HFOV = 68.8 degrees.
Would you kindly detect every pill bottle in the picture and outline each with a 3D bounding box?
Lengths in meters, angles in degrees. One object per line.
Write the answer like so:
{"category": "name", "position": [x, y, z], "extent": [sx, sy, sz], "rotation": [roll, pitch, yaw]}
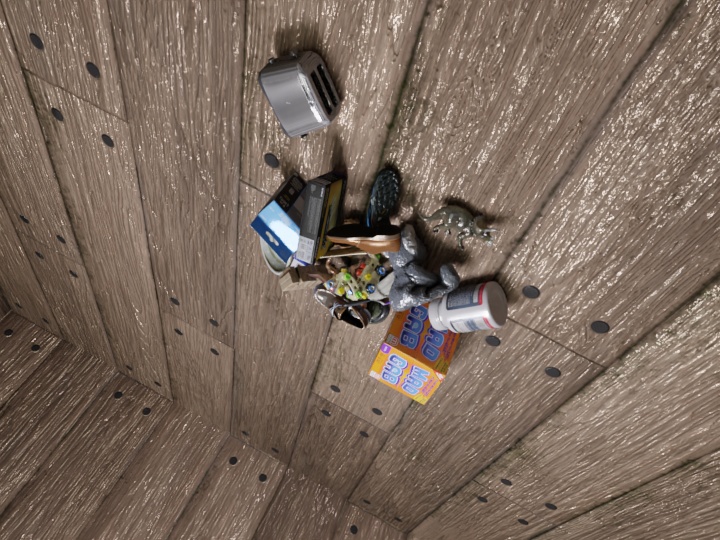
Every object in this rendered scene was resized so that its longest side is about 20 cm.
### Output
{"category": "pill bottle", "position": [0.289, 0.106, 1.436], "extent": [0.197, 0.121, 0.120], "rotation": [-14, 124, 41]}

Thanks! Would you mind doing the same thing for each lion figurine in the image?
{"category": "lion figurine", "position": [-0.085, -0.094, 1.487], "extent": [0.194, 0.074, 0.123], "rotation": [-4, 150, 15]}

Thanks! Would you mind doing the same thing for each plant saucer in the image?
{"category": "plant saucer", "position": [-0.241, -0.091, 1.583], "extent": [0.198, 0.049, 0.206], "rotation": [20, 115, 50]}

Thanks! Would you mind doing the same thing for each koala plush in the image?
{"category": "koala plush", "position": [0.130, -0.016, 1.389], "extent": [0.177, 0.180, 0.205], "rotation": [-15, 97, 67]}

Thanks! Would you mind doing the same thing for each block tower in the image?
{"category": "block tower", "position": [-0.155, 0.020, 1.586], "extent": [0.057, 0.197, 0.055], "rotation": [-34, 72, 34]}

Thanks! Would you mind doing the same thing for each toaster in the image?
{"category": "toaster", "position": [-0.131, -0.394, 1.193], "extent": [0.126, 0.115, 0.203], "rotation": [-4, 128, 32]}

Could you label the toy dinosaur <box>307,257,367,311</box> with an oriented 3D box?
{"category": "toy dinosaur", "position": [-0.054, 0.043, 1.550], "extent": [0.195, 0.140, 0.086], "rotation": [7, 161, -24]}

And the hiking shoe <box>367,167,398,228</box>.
{"category": "hiking shoe", "position": [0.045, -0.169, 1.341], "extent": [0.072, 0.087, 0.205], "rotation": [-5, 122, -22]}

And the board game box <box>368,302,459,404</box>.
{"category": "board game box", "position": [0.165, 0.235, 1.584], "extent": [0.196, 0.202, 0.202], "rotation": [26, 142, 5]}

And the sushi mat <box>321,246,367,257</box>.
{"category": "sushi mat", "position": [-0.053, -0.049, 1.415], "extent": [0.195, 0.095, 0.012], "rotation": [-5, 100, 24]}

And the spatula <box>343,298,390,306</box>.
{"category": "spatula", "position": [0.039, 0.091, 1.521], "extent": [0.195, 0.021, 0.056], "rotation": [-2, 170, -25]}

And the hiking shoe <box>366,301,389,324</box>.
{"category": "hiking shoe", "position": [-0.004, 0.119, 1.650], "extent": [0.195, 0.078, 0.100], "rotation": [0, 162, 33]}

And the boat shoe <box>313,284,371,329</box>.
{"category": "boat shoe", "position": [-0.057, 0.110, 1.587], "extent": [0.196, 0.073, 0.073], "rotation": [28, 111, 0]}

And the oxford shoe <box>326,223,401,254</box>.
{"category": "oxford shoe", "position": [0.007, -0.072, 1.314], "extent": [0.194, 0.072, 0.073], "rotation": [6, 128, 19]}

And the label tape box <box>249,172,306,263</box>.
{"category": "label tape box", "position": [-0.187, -0.144, 1.417], "extent": [0.062, 0.202, 0.145], "rotation": [-23, 119, 41]}

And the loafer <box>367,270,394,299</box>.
{"category": "loafer", "position": [0.076, 0.040, 1.557], "extent": [0.199, 0.069, 0.072], "rotation": [-27, 81, 52]}

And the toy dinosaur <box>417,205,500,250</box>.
{"category": "toy dinosaur", "position": [0.238, -0.119, 1.288], "extent": [0.197, 0.077, 0.104], "rotation": [32, 130, 7]}

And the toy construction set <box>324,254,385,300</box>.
{"category": "toy construction set", "position": [0.000, 0.000, 1.482], "extent": [0.130, 0.202, 0.092], "rotation": [38, 174, -17]}

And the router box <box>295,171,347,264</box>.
{"category": "router box", "position": [-0.099, -0.139, 1.346], "extent": [0.051, 0.157, 0.205], "rotation": [18, 114, 13]}

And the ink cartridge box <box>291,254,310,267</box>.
{"category": "ink cartridge box", "position": [-0.187, -0.037, 1.653], "extent": [0.093, 0.045, 0.201], "rotation": [31, 140, -2]}
